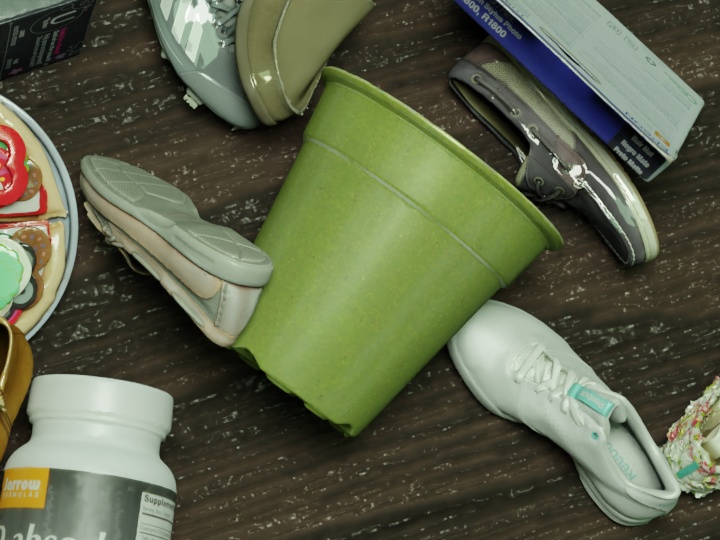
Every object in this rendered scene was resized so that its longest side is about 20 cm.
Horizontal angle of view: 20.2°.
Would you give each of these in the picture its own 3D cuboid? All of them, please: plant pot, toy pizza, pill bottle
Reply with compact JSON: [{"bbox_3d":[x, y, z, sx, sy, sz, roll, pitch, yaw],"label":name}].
[{"bbox_3d":[0.000,0.000,1.345,0.199,0.200,0.191,37,86,-1],"label":"plant pot"},{"bbox_3d":[-0.285,-0.028,1.335,0.198,0.032,0.202,-1,94,-12],"label":"toy pizza"},{"bbox_3d":[-0.179,0.174,1.295,0.115,0.116,0.202,8,77,-9],"label":"pill bottle"}]

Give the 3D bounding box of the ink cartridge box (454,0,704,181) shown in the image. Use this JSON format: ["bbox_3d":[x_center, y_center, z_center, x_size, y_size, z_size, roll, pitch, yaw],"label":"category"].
[{"bbox_3d":[0.145,-0.149,1.397,0.199,0.200,0.041,43,112,1],"label":"ink cartridge box"}]

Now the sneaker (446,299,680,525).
[{"bbox_3d":[0.147,0.089,1.389,0.200,0.089,0.075,43,75,1],"label":"sneaker"}]

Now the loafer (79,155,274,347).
[{"bbox_3d":[-0.133,-0.016,1.330,0.071,0.200,0.063,6,109,-41],"label":"loafer"}]

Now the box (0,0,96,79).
[{"bbox_3d":[-0.264,-0.240,1.362,0.114,0.132,0.202,-19,83,-17],"label":"box"}]

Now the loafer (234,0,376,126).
[{"bbox_3d":[-0.031,-0.188,1.396,0.067,0.076,0.201,-1,56,27],"label":"loafer"}]

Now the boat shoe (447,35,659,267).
[{"bbox_3d":[0.135,-0.079,1.436,0.065,0.072,0.201,-33,82,-10],"label":"boat shoe"}]

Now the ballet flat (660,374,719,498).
[{"bbox_3d":[0.293,0.082,1.431,0.076,0.064,0.200,42,73,1],"label":"ballet flat"}]

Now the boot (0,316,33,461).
[{"bbox_3d":[-0.266,0.123,1.268,0.070,0.144,0.203,24,81,2],"label":"boot"}]

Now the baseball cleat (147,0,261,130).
[{"bbox_3d":[-0.107,-0.200,1.396,0.201,0.106,0.070,57,36,5],"label":"baseball cleat"}]
